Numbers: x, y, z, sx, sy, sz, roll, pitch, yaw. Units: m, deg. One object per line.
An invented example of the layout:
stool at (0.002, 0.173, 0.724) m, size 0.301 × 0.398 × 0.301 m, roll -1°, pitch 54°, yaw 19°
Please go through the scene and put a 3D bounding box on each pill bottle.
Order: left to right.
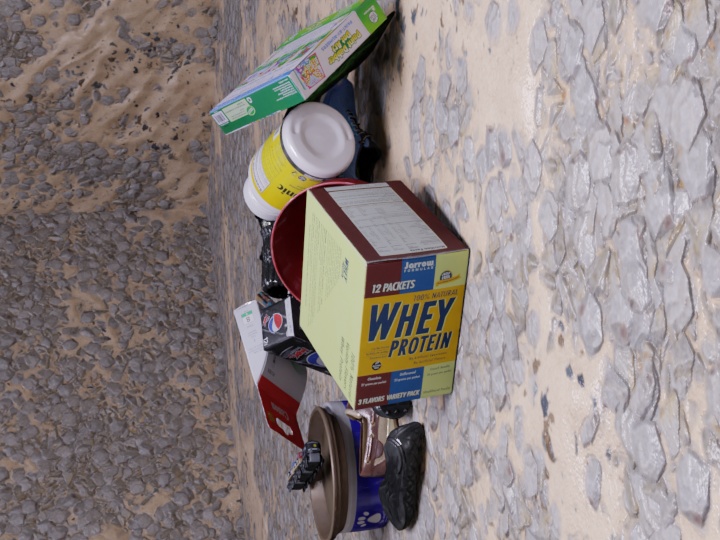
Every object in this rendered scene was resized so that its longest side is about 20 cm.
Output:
pill bottle at (-0.096, -0.148, 1.648) m, size 0.200 × 0.110 × 0.113 m, roll -38°, pitch 54°, yaw 56°

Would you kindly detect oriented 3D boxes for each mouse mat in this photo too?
mouse mat at (-0.035, -0.280, 1.624) m, size 0.008 × 0.200 × 0.161 m, roll 48°, pitch 163°, yaw 0°

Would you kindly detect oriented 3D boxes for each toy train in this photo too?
toy train at (-0.086, 0.298, 1.746) m, size 0.200 × 0.033 × 0.047 m, roll 117°, pitch 152°, yaw -64°

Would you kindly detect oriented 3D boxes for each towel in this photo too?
towel at (-0.088, 0.107, 1.919) m, size 0.022 × 0.199 × 0.147 m, roll -50°, pitch 13°, yaw -4°

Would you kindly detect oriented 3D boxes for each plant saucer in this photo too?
plant saucer at (-0.049, 0.306, 1.719) m, size 0.200 × 0.029 × 0.204 m, roll 178°, pitch 90°, yaw -77°

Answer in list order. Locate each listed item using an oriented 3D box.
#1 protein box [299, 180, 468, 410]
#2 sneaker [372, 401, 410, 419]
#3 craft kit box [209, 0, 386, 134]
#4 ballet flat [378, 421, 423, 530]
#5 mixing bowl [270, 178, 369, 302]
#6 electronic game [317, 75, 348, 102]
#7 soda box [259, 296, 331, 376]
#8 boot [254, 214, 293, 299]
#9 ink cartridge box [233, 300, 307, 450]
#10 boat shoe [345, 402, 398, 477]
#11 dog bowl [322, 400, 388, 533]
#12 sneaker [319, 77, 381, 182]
protein box at (0.023, 0.025, 1.411) m, size 0.200 × 0.133 × 0.202 m, roll -129°, pitch 38°, yaw -54°
sneaker at (0.024, 0.116, 1.630) m, size 0.091 × 0.065 × 0.204 m, roll 133°, pitch 132°, yaw -69°
craft kit box at (-0.086, -0.278, 1.554) m, size 0.199 × 0.198 × 0.049 m, roll -12°, pitch 124°, yaw 52°
ballet flat at (0.061, 0.289, 1.573) m, size 0.066 × 0.056 × 0.202 m, roll 41°, pitch 145°, yaw 34°
mixing bowl at (-0.016, -0.048, 1.575) m, size 0.109 × 0.196 × 0.203 m, roll -72°, pitch -12°, yaw -62°
electronic game at (-0.052, -0.296, 1.761) m, size 0.202 × 0.041 × 0.200 m, roll -62°, pitch -8°, yaw -15°
soda box at (-0.067, 0.108, 1.768) m, size 0.063 × 0.199 × 0.072 m, roll -25°, pitch 59°, yaw 29°
boot at (-0.106, -0.027, 1.953) m, size 0.079 × 0.210 × 0.161 m, roll -20°, pitch 73°, yaw 32°
ink cartridge box at (-0.122, 0.164, 1.776) m, size 0.202 × 0.050 × 0.161 m, roll 68°, pitch -170°, yaw 28°
boat shoe at (0.012, 0.203, 1.683) m, size 0.072 × 0.071 × 0.204 m, roll 133°, pitch 133°, yaw -72°
dog bowl at (-0.011, 0.304, 1.791) m, size 0.200 × 0.077 × 0.204 m, roll 177°, pitch 90°, yaw -77°
sneaker at (-0.008, -0.191, 1.708) m, size 0.078 × 0.088 × 0.204 m, roll 12°, pitch -112°, yaw -58°
